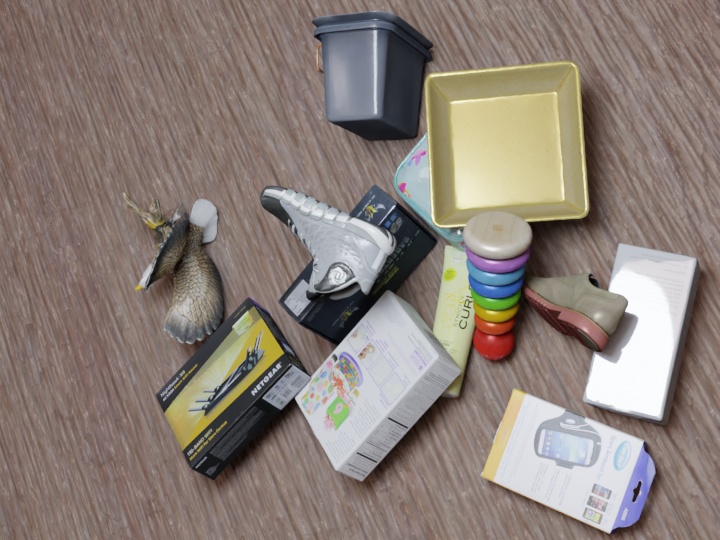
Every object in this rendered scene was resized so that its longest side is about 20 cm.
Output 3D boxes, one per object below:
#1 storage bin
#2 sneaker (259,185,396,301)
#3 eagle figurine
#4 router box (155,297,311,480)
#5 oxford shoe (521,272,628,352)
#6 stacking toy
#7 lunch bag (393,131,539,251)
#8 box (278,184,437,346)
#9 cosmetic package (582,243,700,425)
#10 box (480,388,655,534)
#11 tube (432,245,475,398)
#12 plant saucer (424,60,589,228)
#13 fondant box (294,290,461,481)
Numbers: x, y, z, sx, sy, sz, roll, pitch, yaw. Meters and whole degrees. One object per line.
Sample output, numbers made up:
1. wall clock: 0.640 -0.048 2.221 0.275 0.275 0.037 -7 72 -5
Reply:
1. storage bin: 0.009 -0.258 1.507 0.143 0.199 0.137 0 86 22
2. sneaker: -0.061 -0.026 1.363 0.198 0.075 0.117 22 87 27
3. eagle figurine: -0.263 -0.011 1.568 0.200 0.150 0.153 50 124 51
4. router box: -0.179 0.161 1.519 0.200 0.052 0.158 -46 44 5
5. oxford shoe: 0.262 0.036 1.356 0.075 0.070 0.200 -47 29 -3
6. stacking toy: 0.169 0.031 1.375 0.084 0.203 0.086 -2 35 2
7. lunch bag: 0.155 -0.137 1.471 0.200 0.077 0.160 -47 64 2
8. box: 0.000 0.000 1.457 0.051 0.157 0.201 42 93 28
9. cosmetic package: 0.346 0.078 1.346 0.100 0.074 0.203 13 83 24
10. box: 0.261 0.239 1.357 0.197 0.041 0.121 21 85 23
11. tube: 0.125 0.064 1.453 0.057 0.052 0.203 18 75 -14
12. plant saucer: 0.185 -0.155 1.400 0.196 0.048 0.204 -4 81 9
13. fondant box: 0.019 0.149 1.432 0.200 0.058 0.145 -48 44 10
